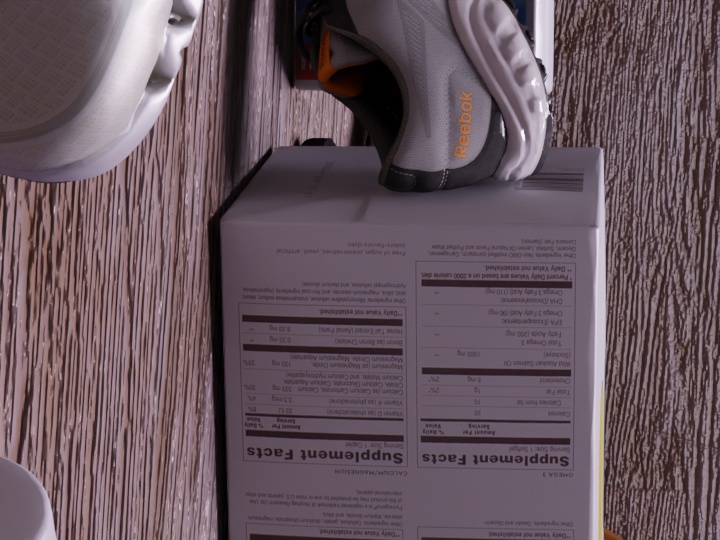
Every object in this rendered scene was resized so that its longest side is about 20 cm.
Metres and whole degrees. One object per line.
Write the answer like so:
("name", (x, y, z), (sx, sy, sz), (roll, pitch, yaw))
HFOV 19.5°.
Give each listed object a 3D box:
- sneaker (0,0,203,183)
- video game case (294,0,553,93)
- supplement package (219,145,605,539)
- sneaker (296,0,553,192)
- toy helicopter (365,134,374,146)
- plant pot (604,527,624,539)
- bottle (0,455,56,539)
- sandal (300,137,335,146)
("sneaker", (-0.075, -0.117, 0.418), (0.081, 0.075, 0.201), (-10, 100, -69))
("video game case", (0.027, -0.180, 0.942), (0.017, 0.143, 0.201), (-6, 99, -49))
("supplement package", (0.028, 0.059, 0.887), (0.152, 0.150, 0.201), (-65, 154, -73))
("sneaker", (0.005, -0.119, 0.858), (0.200, 0.079, 0.074), (63, -23, 23))
("toy helicopter", (0.028, -0.127, 1.186), (0.132, 0.079, 0.200), (-90, -171, -49))
("plant pot", (0.191, 0.358, 2.169), (0.200, 0.200, 0.140), (-73, 180, -65))
("bottle", (-0.074, 0.130, 0.430), (0.084, 0.065, 0.200), (-79, 168, -57))
("sandal", (0.000, 0.000, 1.075), (0.200, 0.045, 0.075), (77, 16, -63))
